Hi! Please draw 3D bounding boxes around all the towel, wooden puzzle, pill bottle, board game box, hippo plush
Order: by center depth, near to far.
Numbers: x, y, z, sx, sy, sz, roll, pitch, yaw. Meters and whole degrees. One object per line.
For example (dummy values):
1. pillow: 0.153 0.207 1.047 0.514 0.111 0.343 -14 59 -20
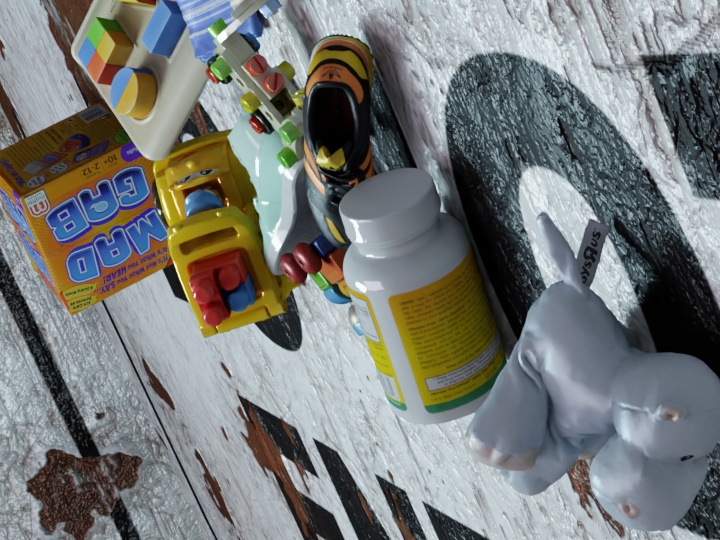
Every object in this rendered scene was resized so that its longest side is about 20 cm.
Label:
1. hippo plush: 0.187 0.087 1.212 0.160 0.159 0.202 28 103 35
2. pill bottle: 0.050 0.020 1.514 0.113 0.112 0.201 35 149 59
3. towel: -0.169 -0.313 1.781 0.144 0.024 0.201 -7 108 62
4. wooden puzzle: -0.240 -0.250 1.932 0.200 0.046 0.186 50 121 32
5. board game box: -0.398 -0.094 2.586 0.200 0.199 0.201 38 151 57

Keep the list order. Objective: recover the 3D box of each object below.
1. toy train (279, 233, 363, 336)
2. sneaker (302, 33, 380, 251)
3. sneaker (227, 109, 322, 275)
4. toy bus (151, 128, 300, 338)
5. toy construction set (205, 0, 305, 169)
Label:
1. toy train: 0.000 0.000 1.713 0.116 0.084 0.200 52 164 -2
2. sneaker: -0.022 -0.094 1.518 0.090 0.069 0.202 -71 -19 -59
3. sneaker: -0.088 -0.091 1.836 0.118 0.073 0.201 47 150 25
4. toy bus: -0.153 -0.029 1.913 0.192 0.135 0.202 -76 -33 -68
5. toy construction set: -0.078 -0.180 1.627 0.201 0.092 0.131 63 164 -4
